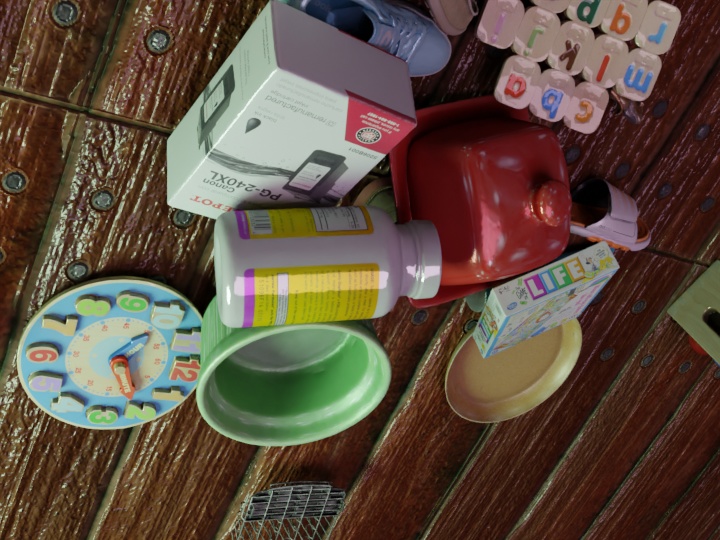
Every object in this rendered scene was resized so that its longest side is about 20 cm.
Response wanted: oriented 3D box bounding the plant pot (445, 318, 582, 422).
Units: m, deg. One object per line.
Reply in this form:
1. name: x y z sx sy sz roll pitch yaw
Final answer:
1. plant pot: 0.196 0.116 1.228 0.199 0.028 0.201 -13 129 -17

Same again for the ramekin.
1. ramekin: -0.073 0.085 0.972 0.198 0.098 0.201 -8 138 -8

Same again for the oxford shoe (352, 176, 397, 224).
1. oxford shoe: 0.000 0.000 1.016 0.070 0.075 0.201 8 121 -30

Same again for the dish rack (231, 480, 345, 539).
1. dish rack: -0.108 0.348 1.243 0.152 0.055 0.201 3 121 -29

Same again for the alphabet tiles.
1. alphabet tiles: 0.216 -0.245 0.929 0.199 0.015 0.197 16 102 -16

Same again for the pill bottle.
1. pill bottle: -0.031 -0.005 0.857 0.198 0.105 0.105 -3 126 -13

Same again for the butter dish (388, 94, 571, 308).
1. butter dish: 0.144 -0.070 0.933 0.199 0.147 0.201 -17 106 -35

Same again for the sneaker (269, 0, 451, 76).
1. sneaker: 0.009 -0.213 0.856 0.199 0.082 0.074 12 120 -32

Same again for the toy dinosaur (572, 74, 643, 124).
1. toy dinosaur: 0.241 -0.223 0.989 0.106 0.060 0.200 -53 134 -19

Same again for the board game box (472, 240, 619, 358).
1. board game box: 0.203 0.038 1.064 0.134 0.034 0.200 -22 163 -7

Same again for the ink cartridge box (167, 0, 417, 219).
1. ink cartridge box: -0.068 -0.122 0.839 0.144 0.084 0.200 16 140 -32

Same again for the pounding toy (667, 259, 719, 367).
1. pounding toy: 0.521 0.115 1.264 0.184 0.200 0.142 28 110 -37

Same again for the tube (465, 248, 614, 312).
1. tube: 0.222 0.010 1.152 0.199 0.051 0.078 -10 143 -25

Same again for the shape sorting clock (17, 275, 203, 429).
1. shape sorting clock: -0.257 0.092 0.989 0.198 0.039 0.201 -13 129 -17

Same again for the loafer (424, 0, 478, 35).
1. loafer: 0.072 -0.271 0.810 0.068 0.076 0.200 -28 160 14

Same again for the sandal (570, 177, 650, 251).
1. sandal: 0.265 -0.074 1.083 0.205 0.079 0.059 8 123 -28
